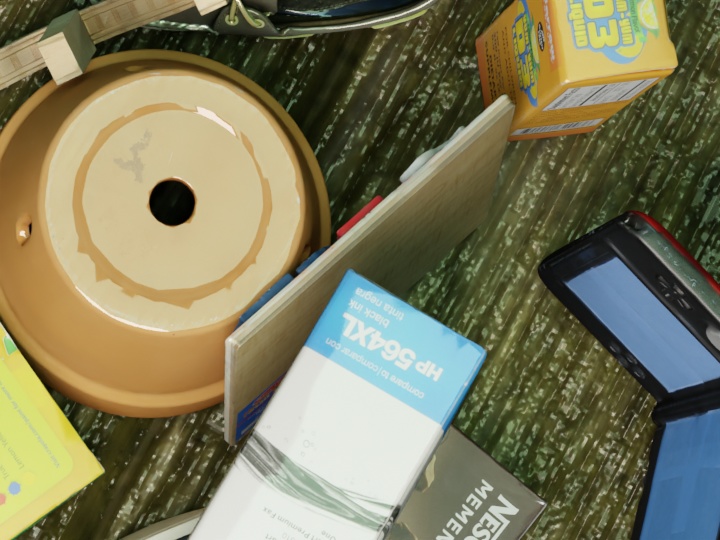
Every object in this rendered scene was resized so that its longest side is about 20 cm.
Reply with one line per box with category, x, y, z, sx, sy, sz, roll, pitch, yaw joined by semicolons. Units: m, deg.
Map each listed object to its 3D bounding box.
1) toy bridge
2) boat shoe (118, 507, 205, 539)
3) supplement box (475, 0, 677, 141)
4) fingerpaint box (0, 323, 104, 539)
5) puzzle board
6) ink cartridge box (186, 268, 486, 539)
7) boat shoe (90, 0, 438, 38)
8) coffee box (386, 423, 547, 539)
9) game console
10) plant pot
toy bridge;-0.156;-0.121;1.482;0.199;0.067;0.027;-24;104;8
boat shoe;-0.154;0.193;1.465;0.200;0.075;0.062;-30;87;-10
supplement box;0.113;-0.117;1.482;0.068;0.200;0.067;-7;84;-11
fingerpaint box;-0.260;0.075;1.462;0.167;0.073;0.200;-36;90;-12
puzzle board;0.000;0.000;1.467;0.200;0.151;0.017;-41;76;-18
ink cartridge box;-0.026;0.116;1.380;0.084;0.146;0.200;31;78;3
boat shoe;-0.049;-0.163;1.523;0.201;0.060;0.072;-5;112;-10
coffee box;-0.007;0.168;1.489;0.113;0.080;0.200;40;79;0
game console;0.143;0.077;1.464;0.172;0.200;0.119;46;77;-2
plant pot;-0.106;-0.026;1.466;0.199;0.140;0.201;1;84;-10
